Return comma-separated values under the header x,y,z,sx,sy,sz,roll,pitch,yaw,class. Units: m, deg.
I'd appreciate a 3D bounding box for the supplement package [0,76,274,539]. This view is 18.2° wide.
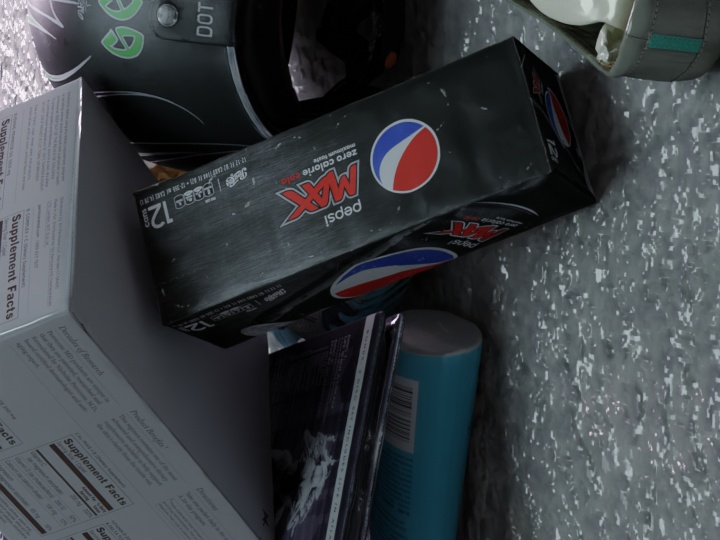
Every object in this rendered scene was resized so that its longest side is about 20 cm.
x,y,z,sx,sy,sz,roll,pitch,yaw,class
-0.134,0.040,1.093,0.156,0.110,0.200,-94,-21,-44,supplement package

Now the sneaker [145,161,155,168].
x,y,z,sx,sy,sz,roll,pitch,yaw,class
-0.134,-0.151,1.310,0.111,0.076,0.201,33,103,52,sneaker

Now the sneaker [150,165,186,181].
x,y,z,sx,sy,sz,roll,pitch,yaw,class
-0.124,0.018,1.349,0.090,0.075,0.202,-9,85,55,sneaker

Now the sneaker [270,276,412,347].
x,y,z,sx,sy,sz,roll,pitch,yaw,class
0.000,0.000,1.147,0.200,0.077,0.087,-7,102,65,sneaker

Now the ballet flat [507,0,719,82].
x,y,z,sx,sy,sz,roll,pitch,yaw,class
0.083,-0.137,0.972,0.200,0.063,0.068,42,129,52,ballet flat

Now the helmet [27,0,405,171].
x,y,z,sx,sy,sz,roll,pitch,yaw,class
-0.074,-0.141,1.144,0.190,0.199,0.202,15,107,42,helmet

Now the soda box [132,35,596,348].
x,y,z,sx,sy,sz,roll,pitch,yaw,class
0.000,-0.032,1.023,0.199,0.063,0.071,-21,71,20,soda box

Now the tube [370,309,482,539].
x,y,z,sx,sy,sz,roll,pitch,yaw,class
0.027,0.120,1.125,0.078,0.050,0.201,-118,30,-61,tube

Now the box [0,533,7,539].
x,y,z,sx,sy,sz,roll,pitch,yaw,class
-0.157,0.221,1.278,0.200,0.117,0.198,129,137,-59,box

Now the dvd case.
x,y,z,sx,sy,sz,roll,pitch,yaw,class
-0.033,0.107,1.119,0.200,0.016,0.150,155,127,-66,dvd case
